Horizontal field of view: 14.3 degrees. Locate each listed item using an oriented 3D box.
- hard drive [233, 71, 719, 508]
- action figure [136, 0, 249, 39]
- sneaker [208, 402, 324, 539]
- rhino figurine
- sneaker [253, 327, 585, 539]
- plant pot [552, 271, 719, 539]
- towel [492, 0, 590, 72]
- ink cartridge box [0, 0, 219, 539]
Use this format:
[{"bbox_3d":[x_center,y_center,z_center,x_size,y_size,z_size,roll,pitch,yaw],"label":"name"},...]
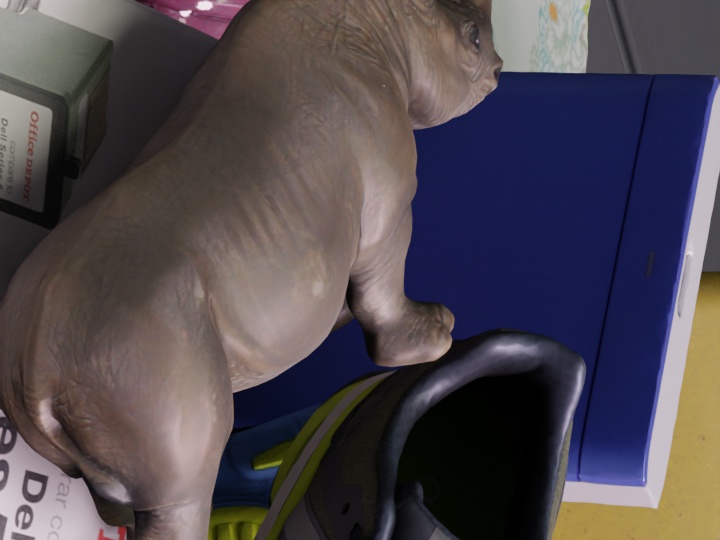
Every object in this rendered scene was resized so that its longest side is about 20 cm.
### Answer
[{"bbox_3d":[0.000,0.000,0.848,0.025,0.199,0.133,60,38,-55],"label":"hard drive"},{"bbox_3d":[-0.057,-0.084,0.783,0.149,0.133,0.201,-41,149,-76],"label":"action figure"},{"bbox_3d":[-0.055,0.074,0.768,0.083,0.198,0.071,94,-9,-68],"label":"sneaker"},{"bbox_3d":[-0.014,-0.017,0.651,0.200,0.060,0.088,-55,132,-34],"label":"rhino figurine"},{"bbox_3d":[-0.004,0.089,0.643,0.081,0.074,0.201,-51,-165,54],"label":"sneaker"},{"bbox_3d":[0.110,0.093,0.930,0.200,0.175,0.201,32,42,-79],"label":"plant pot"},{"bbox_3d":[0.054,-0.126,1.153,0.171,0.048,0.202,-7,103,-66],"label":"towel"},{"bbox_3d":[-0.126,-0.008,0.633,0.199,0.084,0.147,21,76,-46],"label":"ink cartridge box"}]
